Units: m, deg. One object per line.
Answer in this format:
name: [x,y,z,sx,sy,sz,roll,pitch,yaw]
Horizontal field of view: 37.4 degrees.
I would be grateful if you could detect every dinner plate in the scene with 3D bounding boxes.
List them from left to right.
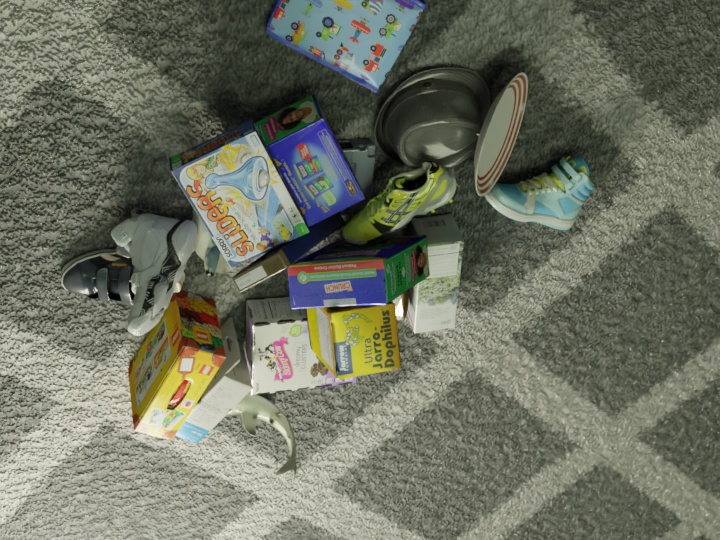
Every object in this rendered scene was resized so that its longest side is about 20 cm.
dinner plate: [0.214,-0.214,1.662,0.024,0.200,0.202,21,130,16]

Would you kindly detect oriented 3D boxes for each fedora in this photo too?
fedora: [0.124,-0.220,1.660,0.198,0.091,0.178,-6,130,-13]

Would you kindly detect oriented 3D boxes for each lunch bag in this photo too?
lunch bag: [-0.031,-0.369,1.501,0.198,0.095,0.151,20,123,-20]

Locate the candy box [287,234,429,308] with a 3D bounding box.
candy box: [0.000,0.000,1.694,0.167,0.200,0.078,-3,103,24]

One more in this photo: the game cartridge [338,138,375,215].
game cartridge: [-0.078,-0.142,1.697,0.198,0.041,0.134,-4,126,-14]

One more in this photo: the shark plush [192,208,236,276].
shark plush: [-0.230,-0.087,1.699,0.083,0.091,0.202,-13,113,-33]

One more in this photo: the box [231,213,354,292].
box: [-0.103,-0.038,1.684,0.121,0.200,0.033,-26,97,42]

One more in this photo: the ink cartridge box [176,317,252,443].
ink cartridge box: [-0.257,0.193,1.860,0.066,0.116,0.200,31,114,-35]

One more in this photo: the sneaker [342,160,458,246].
sneaker: [0.051,-0.110,1.657,0.199,0.076,0.076,-31,136,14]

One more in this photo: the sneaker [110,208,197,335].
sneaker: [-0.337,-0.003,1.629,0.114,0.201,0.075,20,158,5]

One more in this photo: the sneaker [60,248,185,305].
sneaker: [-0.379,0.013,1.699,0.198,0.080,0.079,-10,132,-8]

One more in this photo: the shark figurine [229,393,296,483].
shark figurine: [-0.171,0.282,1.974,0.128,0.214,0.090,-48,174,-13]

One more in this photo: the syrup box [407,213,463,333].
syrup box: [0.127,0.008,1.855,0.078,0.082,0.201,-7,130,-10]

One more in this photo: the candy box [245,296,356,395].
candy box: [-0.103,0.129,1.886,0.198,0.072,0.169,-5,129,-14]

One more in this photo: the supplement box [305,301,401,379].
supplement box: [-0.016,0.092,1.727,0.108,0.200,0.110,-9,102,-13]

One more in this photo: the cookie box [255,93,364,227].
cookie box: [-0.120,-0.143,1.610,0.199,0.076,0.172,-26,131,4]

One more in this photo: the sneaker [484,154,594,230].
sneaker: [0.309,-0.147,1.792,0.198,0.080,0.131,8,128,-35]

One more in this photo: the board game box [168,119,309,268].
board game box: [-0.174,-0.108,1.550,0.134,0.035,0.201,-25,130,4]

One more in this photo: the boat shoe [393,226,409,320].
boat shoe: [0.047,-0.004,1.828,0.069,0.071,0.202,6,119,11]

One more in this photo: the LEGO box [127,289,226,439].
LEGO box: [-0.313,0.157,1.791,0.077,0.150,0.201,19,121,-29]
